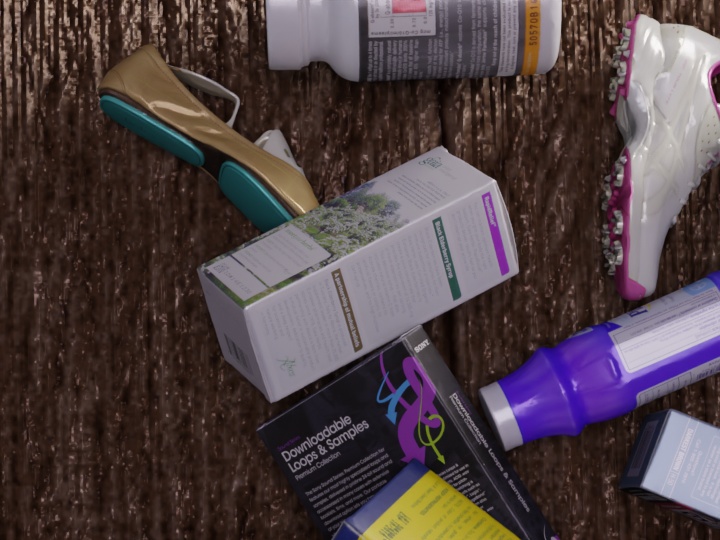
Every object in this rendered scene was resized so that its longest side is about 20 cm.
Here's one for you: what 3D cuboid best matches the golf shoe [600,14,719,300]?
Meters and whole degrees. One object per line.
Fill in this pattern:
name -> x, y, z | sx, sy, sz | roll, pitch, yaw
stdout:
golf shoe -> 0.216, -0.077, 1.550 | 0.091, 0.075, 0.201 | 6, 86, -5

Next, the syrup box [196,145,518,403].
syrup box -> 0.000, 0.000, 1.497 | 0.200, 0.079, 0.082 | -26, 122, -18

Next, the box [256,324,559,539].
box -> 0.037, 0.154, 1.494 | 0.143, 0.036, 0.200 | -33, 91, 32

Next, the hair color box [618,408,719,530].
hair color box -> 0.284, 0.159, 1.515 | 0.199, 0.099, 0.061 | 22, 84, 0

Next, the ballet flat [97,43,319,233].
ballet flat -> -0.089, -0.088, 1.546 | 0.200, 0.069, 0.063 | 37, 70, 0

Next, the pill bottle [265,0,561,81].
pill bottle -> 0.034, -0.189, 1.531 | 0.199, 0.116, 0.117 | -2, 85, -2

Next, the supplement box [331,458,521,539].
supplement box -> 0.066, 0.236, 1.421 | 0.200, 0.109, 0.110 | 37, 120, 12

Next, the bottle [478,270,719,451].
bottle -> 0.180, 0.064, 1.529 | 0.199, 0.084, 0.065 | -23, 85, -3
